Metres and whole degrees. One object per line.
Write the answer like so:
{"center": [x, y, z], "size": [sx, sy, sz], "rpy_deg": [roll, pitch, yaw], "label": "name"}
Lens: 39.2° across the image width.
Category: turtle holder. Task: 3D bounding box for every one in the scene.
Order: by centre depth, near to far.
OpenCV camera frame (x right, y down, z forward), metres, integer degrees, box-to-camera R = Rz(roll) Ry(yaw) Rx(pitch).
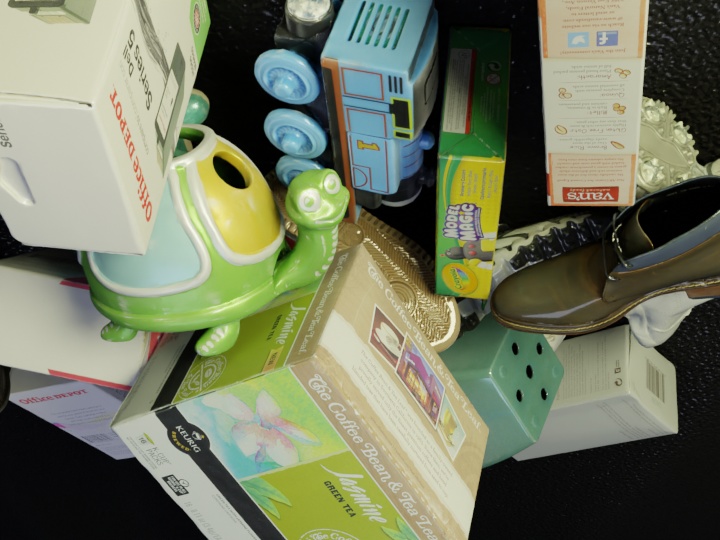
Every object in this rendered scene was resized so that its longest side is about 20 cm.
{"center": [-0.113, -0.026, 0.700], "size": [0.185, 0.141, 0.133], "rpy_deg": [17, 129, 37], "label": "turtle holder"}

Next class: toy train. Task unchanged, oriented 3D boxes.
{"center": [-0.003, -0.110, 0.698], "size": [0.113, 0.087, 0.200], "rpy_deg": [14, 150, 12], "label": "toy train"}

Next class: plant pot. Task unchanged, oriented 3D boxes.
{"center": [0.074, 0.101, 0.933], "size": [0.199, 0.142, 0.142], "rpy_deg": [-12, 124, 40], "label": "plant pot"}

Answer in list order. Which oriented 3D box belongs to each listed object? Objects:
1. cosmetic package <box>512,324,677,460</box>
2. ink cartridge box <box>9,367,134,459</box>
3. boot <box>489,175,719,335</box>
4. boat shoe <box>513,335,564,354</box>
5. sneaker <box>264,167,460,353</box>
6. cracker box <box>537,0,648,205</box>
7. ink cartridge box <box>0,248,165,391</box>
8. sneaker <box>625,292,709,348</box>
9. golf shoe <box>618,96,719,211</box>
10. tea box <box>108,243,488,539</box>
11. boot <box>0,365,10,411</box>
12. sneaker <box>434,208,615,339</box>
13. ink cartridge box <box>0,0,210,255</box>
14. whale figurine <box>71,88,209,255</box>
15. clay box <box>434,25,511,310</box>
{"center": [0.220, 0.134, 1.071], "size": [0.199, 0.082, 0.113], "rpy_deg": [-16, 141, 36], "label": "cosmetic package"}
{"center": [-0.272, 0.103, 1.088], "size": [0.128, 0.126, 0.200], "rpy_deg": [-12, 143, 30], "label": "ink cartridge box"}
{"center": [0.176, -0.015, 0.706], "size": [0.199, 0.075, 0.097], "rpy_deg": [-15, 145, 17], "label": "boot"}
{"center": [0.163, 0.057, 0.968], "size": [0.071, 0.066, 0.200], "rpy_deg": [14, 149, -9], "label": "boat shoe"}
{"center": [0.000, 0.000, 0.844], "size": [0.200, 0.071, 0.113], "rpy_deg": [43, 168, 10], "label": "sneaker"}
{"center": [0.131, -0.147, 0.572], "size": [0.057, 0.135, 0.200], "rpy_deg": [0, 148, 13], "label": "cracker box"}
{"center": [-0.222, 0.032, 0.890], "size": [0.145, 0.083, 0.200], "rpy_deg": [10, -171, 6], "label": "ink cartridge box"}
{"center": [0.262, 0.016, 0.835], "size": [0.088, 0.076, 0.200], "rpy_deg": [-14, 164, 21], "label": "sneaker"}
{"center": [0.217, -0.063, 0.755], "size": [0.199, 0.079, 0.097], "rpy_deg": [26, 151, -26], "label": "golf shoe"}
{"center": [-0.039, 0.119, 0.765], "size": [0.196, 0.134, 0.200], "rpy_deg": [-22, 117, 29], "label": "tea box"}
{"center": [-0.384, 0.030, 0.951], "size": [0.069, 0.201, 0.174], "rpy_deg": [-16, 163, -22], "label": "boot"}
{"center": [0.124, -0.012, 0.867], "size": [0.199, 0.091, 0.067], "rpy_deg": [-26, 124, 7], "label": "sneaker"}
{"center": [-0.156, -0.130, 0.603], "size": [0.083, 0.201, 0.146], "rpy_deg": [6, 150, 4], "label": "ink cartridge box"}
{"center": [-0.182, -0.072, 0.800], "size": [0.158, 0.104, 0.200], "rpy_deg": [19, 146, -17], "label": "whale figurine"}
{"center": [0.080, -0.065, 0.739], "size": [0.047, 0.116, 0.200], "rpy_deg": [5, 148, 5], "label": "clay box"}
